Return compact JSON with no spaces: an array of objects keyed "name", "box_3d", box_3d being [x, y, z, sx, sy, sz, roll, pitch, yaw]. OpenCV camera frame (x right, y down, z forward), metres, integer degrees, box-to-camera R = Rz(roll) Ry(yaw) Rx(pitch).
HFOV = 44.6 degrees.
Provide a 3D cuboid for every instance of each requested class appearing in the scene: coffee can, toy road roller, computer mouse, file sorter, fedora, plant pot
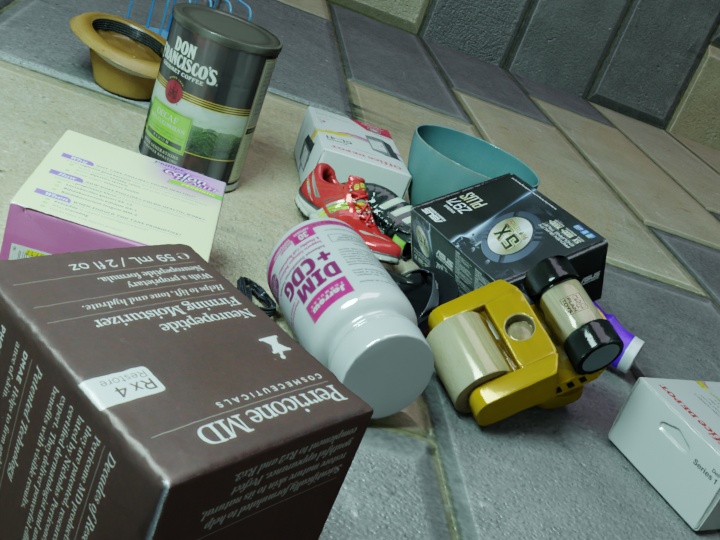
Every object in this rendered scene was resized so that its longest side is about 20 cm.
[{"name":"coffee can","box_3d":[-0.200,-0.226,1.154,0.144,0.202,0.147,18,23,-8]},{"name":"toy road roller","box_3d":[0.175,0.094,0.938,0.197,0.147,0.124,-21,54,-8]},{"name":"computer mouse","box_3d":[-0.110,0.057,0.859,0.058,0.034,0.200,26,15,-14]},{"name":"file sorter","box_3d":[-0.329,-0.479,1.677,0.198,0.124,0.139,-3,33,-44]},{"name":"fedora","box_3d":[-0.365,-0.324,1.366,0.198,0.083,0.201,23,26,-12]},{"name":"plant pot","box_3d":[0.150,-0.113,1.312,0.197,0.136,0.201,18,24,-8]}]

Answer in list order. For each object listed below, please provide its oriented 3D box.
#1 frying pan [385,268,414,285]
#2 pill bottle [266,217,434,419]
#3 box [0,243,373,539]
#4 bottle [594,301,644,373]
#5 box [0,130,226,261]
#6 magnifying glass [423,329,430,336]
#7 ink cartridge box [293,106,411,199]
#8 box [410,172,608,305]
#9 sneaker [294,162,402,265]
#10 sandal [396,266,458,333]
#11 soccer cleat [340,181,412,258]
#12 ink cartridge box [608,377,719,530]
[{"name":"frying pan","box_3d":[0.008,0.002,1.021,0.188,0.031,0.114,23,6,34]},{"name":"pill bottle","box_3d":[-0.012,0.043,0.859,0.112,0.115,0.200,8,28,-31]},{"name":"box","box_3d":[-0.134,0.108,0.547,0.199,0.166,0.165,37,27,30]},{"name":"bottle","box_3d":[0.268,0.060,1.138,0.199,0.066,0.083,32,30,20]},{"name":"box","box_3d":[-0.233,-0.035,0.851,0.173,0.098,0.201,17,25,-12]},{"name":"magnifying glass","box_3d":[0.151,0.087,1.038,0.197,0.023,0.080,17,24,-17]},{"name":"ink cartridge box","box_3d":[-0.016,-0.163,1.335,0.145,0.087,0.201,15,23,-18]},{"name":"box","box_3d":[0.179,-0.024,1.094,0.162,0.087,0.200,-19,39,-20]},{"name":"sneaker","box_3d":[-0.013,-0.078,1.139,0.200,0.086,0.077,41,17,36]},{"name":"sandal","box_3d":[0.061,0.035,0.990,0.075,0.044,0.200,9,24,20]},{"name":"soccer cleat","box_3d":[0.044,-0.063,1.206,0.197,0.068,0.081,23,36,0]},{"name":"ink cartridge box","box_3d":[0.388,0.193,0.941,0.198,0.085,0.145,7,28,-33]}]
